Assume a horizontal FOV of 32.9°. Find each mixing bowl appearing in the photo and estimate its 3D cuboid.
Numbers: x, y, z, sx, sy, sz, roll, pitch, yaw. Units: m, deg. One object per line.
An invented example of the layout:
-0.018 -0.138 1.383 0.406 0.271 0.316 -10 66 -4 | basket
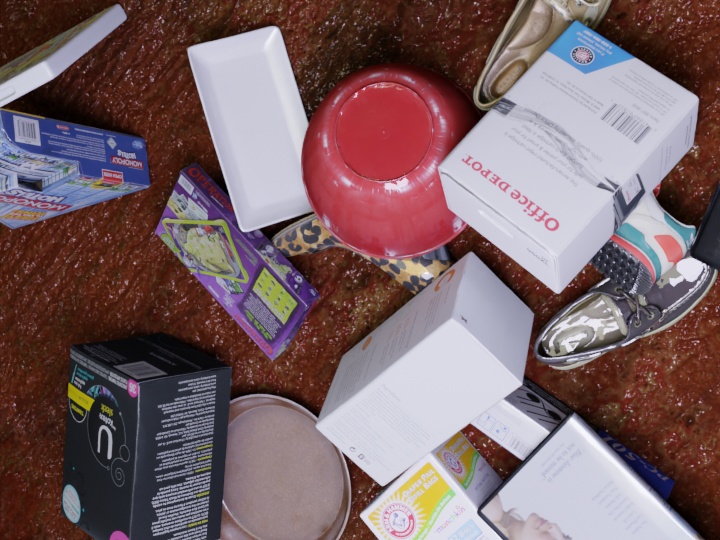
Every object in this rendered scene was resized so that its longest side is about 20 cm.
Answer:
0.029 -0.121 1.187 0.196 0.108 0.204 -1 80 7 | mixing bowl

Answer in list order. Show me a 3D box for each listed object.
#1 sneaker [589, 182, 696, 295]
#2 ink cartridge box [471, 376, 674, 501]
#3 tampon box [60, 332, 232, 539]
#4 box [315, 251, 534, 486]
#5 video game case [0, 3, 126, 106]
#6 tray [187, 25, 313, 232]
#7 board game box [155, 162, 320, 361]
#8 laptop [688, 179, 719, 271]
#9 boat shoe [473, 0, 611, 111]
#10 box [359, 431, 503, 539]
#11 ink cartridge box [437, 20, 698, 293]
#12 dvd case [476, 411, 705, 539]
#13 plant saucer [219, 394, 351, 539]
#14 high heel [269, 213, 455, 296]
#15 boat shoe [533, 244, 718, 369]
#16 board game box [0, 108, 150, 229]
0.236 -0.067 1.177 0.093 0.071 0.200 -33 57 -17 | sneaker
0.210 0.180 1.207 0.199 0.094 0.045 35 110 13 | ink cartridge box
-0.237 0.190 1.343 0.149 0.125 0.204 18 107 45 | tampon box
0.065 0.098 1.209 0.097 0.125 0.200 42 122 -12 | box
-0.361 -0.214 1.317 0.180 0.201 0.023 -22 111 23 | video game case
-0.108 -0.150 1.294 0.106 0.022 0.203 -17 90 -16 | tray
-0.137 -0.008 1.323 0.200 0.032 0.120 47 137 9 | board game box
0.438 -0.056 1.099 0.197 0.116 0.190 13 108 -23 | laptop
0.179 -0.234 1.168 0.073 0.063 0.202 36 109 13 | boat shoe
0.112 0.280 1.258 0.112 0.101 0.201 -43 82 21 | box
0.188 -0.104 1.112 0.144 0.084 0.200 39 78 26 | ink cartridge box
0.225 0.252 1.152 0.200 0.018 0.143 44 111 8 | dvd case
-0.096 0.235 1.371 0.197 0.034 0.204 3 99 22 | plant saucer
0.000 0.000 1.276 0.197 0.071 0.145 -18 93 20 | high heel
0.255 0.040 1.181 0.199 0.065 0.074 -37 81 21 | boat shoe
-0.375 -0.105 1.360 0.198 0.199 0.063 -19 75 36 | board game box
